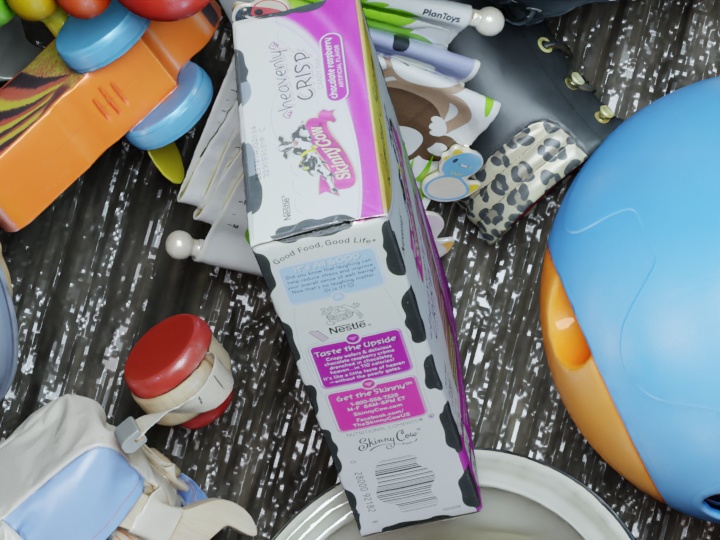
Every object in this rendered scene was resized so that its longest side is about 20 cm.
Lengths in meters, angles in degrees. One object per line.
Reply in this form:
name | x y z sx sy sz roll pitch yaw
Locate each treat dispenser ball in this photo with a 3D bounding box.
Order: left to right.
treat dispenser ball | 0.178 0.013 1.303 0.199 0.201 0.203 0 82 3

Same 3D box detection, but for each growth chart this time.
growth chart | -0.009 -0.059 1.328 0.144 0.201 0.018 7 45 -13

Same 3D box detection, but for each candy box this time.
candy box | 0.000 0.000 1.279 0.061 0.201 0.137 -13 47 7

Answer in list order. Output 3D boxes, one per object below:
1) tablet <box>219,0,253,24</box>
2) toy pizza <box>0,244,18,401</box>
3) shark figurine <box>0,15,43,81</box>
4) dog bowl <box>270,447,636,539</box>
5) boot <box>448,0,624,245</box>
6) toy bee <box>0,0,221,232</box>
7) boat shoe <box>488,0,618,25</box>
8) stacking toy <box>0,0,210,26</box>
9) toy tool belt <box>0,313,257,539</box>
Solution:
tablet | -0.040 -0.211 1.396 0.130 0.014 0.201 -33 63 11
toy pizza | -0.225 -0.020 1.345 0.200 0.200 0.032 44 54 7
shark figurine | -0.167 -0.131 1.399 0.089 0.128 0.215 12 57 13
dog bowl | 0.041 0.183 1.306 0.199 0.074 0.201 -8 55 11
boot | 0.080 -0.128 1.392 0.203 0.073 0.154 -42 85 2
toy bee | -0.102 -0.101 1.354 0.199 0.109 0.132 -20 117 -10
boat shoe | 0.085 -0.142 1.327 0.198 0.066 0.075 -12 45 -20
stacking toy | -0.156 -0.138 1.267 0.198 0.085 0.086 2 82 11
toy tool belt | -0.116 0.124 1.358 0.200 0.125 0.123 -40 119 0
